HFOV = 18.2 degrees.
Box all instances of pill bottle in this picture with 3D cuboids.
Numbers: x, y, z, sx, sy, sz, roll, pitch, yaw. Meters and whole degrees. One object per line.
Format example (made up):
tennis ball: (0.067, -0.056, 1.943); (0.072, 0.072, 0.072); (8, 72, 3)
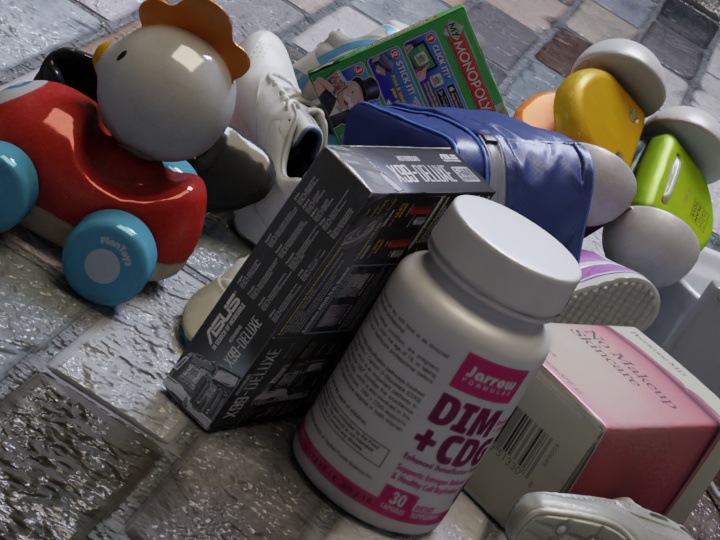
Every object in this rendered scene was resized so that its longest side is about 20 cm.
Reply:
pill bottle: (0.050, 0.059, 1.440); (0.113, 0.200, 0.113); (27, 20, -11)

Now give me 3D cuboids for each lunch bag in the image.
lunch bag: (0.055, -0.048, 1.603); (0.132, 0.136, 0.200); (4, 10, -30)

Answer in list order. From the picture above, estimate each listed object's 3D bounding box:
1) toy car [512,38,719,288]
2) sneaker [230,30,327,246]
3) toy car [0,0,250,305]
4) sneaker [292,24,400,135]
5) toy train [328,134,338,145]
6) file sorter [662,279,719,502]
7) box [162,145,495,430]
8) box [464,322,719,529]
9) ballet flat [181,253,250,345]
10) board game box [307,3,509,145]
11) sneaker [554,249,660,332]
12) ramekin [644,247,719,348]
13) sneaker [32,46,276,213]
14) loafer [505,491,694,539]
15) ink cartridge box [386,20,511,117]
toy car: (0.209, -0.080, 1.913); (0.200, 0.150, 0.175); (42, 50, -24)
sneaker: (-0.057, -0.110, 1.769); (0.074, 0.087, 0.200); (11, 53, -32)
toy car: (-0.161, -0.111, 1.543); (0.177, 0.200, 0.184); (31, 19, -1)
sneaker: (-0.026, -0.158, 1.930); (0.076, 0.081, 0.200); (33, -23, -33)
toy train: (-0.083, -0.089, 1.838); (0.200, 0.056, 0.150); (36, 43, -14)
file sorter: (0.341, 0.125, 1.811); (0.200, 0.139, 0.125); (22, 25, -25)
box: (-0.019, 0.011, 1.459); (0.050, 0.200, 0.158); (45, 24, 23)
box: (0.159, 0.114, 1.604); (0.128, 0.109, 0.200); (43, 23, 31)
ballet flat: (-0.069, 0.011, 1.586); (0.069, 0.070, 0.200); (33, 20, 6)
board game box: (0.058, -0.092, 1.781); (0.029, 0.134, 0.200); (-108, 174, -78)
sneaker: (0.123, 0.026, 1.783); (0.200, 0.073, 0.114); (-4, 21, -18)
ramekin: (0.325, 0.070, 1.977); (0.200, 0.098, 0.201); (28, 19, -11)
sneaker: (-0.157, -0.105, 1.685); (0.200, 0.076, 0.091); (23, -15, -2)
loafer: (0.166, 0.185, 1.508); (0.200, 0.070, 0.070); (27, 22, -39)
ink cartridge box: (0.052, -0.098, 1.913); (0.083, 0.145, 0.200); (21, 23, -29)
